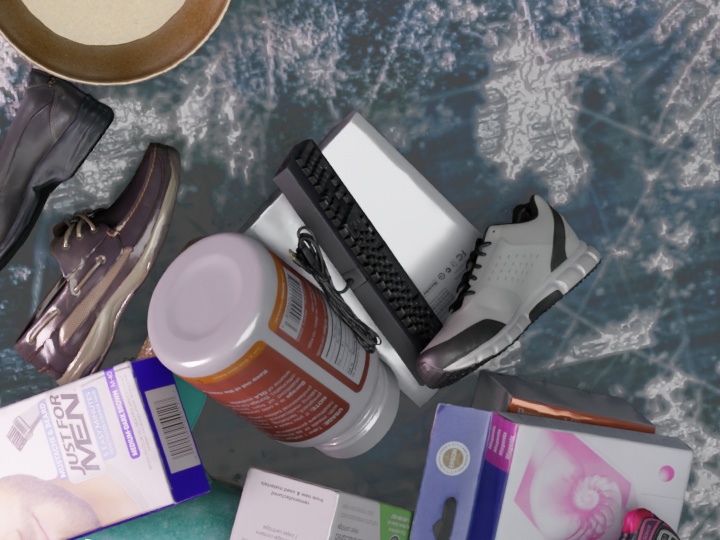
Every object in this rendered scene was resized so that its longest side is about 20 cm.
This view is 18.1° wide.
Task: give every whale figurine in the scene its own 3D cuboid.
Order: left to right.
[{"bbox_3d":[-0.155,0.216,1.722,0.199,0.104,0.160,17,97,-13],"label":"whale figurine"}]

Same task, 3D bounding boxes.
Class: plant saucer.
[{"bbox_3d":[-0.189,-0.238,1.668,0.199,0.035,0.202,-2,101,-10],"label":"plant saucer"}]

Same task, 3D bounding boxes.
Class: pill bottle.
[{"bbox_3d":[-0.058,0.063,1.669,0.112,0.112,0.200,-49,136,1],"label":"pill bottle"}]

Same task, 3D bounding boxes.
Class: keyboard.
[{"bbox_3d":[0.000,0.000,1.679,0.021,0.127,0.200,-28,108,29],"label":"keyboard"}]

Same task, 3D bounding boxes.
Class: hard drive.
[{"bbox_3d":[0.020,-0.008,1.754,0.200,0.027,0.132,44,90,-15],"label":"hard drive"}]

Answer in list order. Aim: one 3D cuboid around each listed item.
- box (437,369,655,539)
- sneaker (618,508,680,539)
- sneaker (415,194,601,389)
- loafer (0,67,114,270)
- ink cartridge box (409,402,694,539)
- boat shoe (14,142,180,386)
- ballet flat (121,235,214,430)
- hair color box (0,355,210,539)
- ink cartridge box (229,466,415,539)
[{"bbox_3d":[0.139,0.194,1.776,0.124,0.097,0.201,12,97,-12],"label":"box"},{"bbox_3d":[0.154,0.255,1.665,0.200,0.081,0.075,-35,91,-9],"label":"sneaker"},{"bbox_3d":[0.098,0.017,1.710,0.080,0.074,0.200,53,50,-5],"label":"sneaker"},{"bbox_3d":[-0.268,-0.057,1.674,0.072,0.073,0.200,37,82,-6],"label":"loafer"},{"bbox_3d":[0.137,0.212,1.709,0.199,0.043,0.198,9,99,-14],"label":"ink cartridge box"},{"bbox_3d":[-0.198,-0.008,1.689,0.073,0.074,0.201,25,94,-14],"label":"boat shoe"},{"bbox_3d":[-0.143,0.063,1.716,0.070,0.065,0.201,33,84,-44],"label":"ballet flat"},{"bbox_3d":[-0.221,0.144,1.662,0.199,0.065,0.110,-21,85,24],"label":"hair color box"},{"bbox_3d":[-0.044,0.259,1.671,0.084,0.145,0.201,12,84,27],"label":"ink cartridge box"}]
